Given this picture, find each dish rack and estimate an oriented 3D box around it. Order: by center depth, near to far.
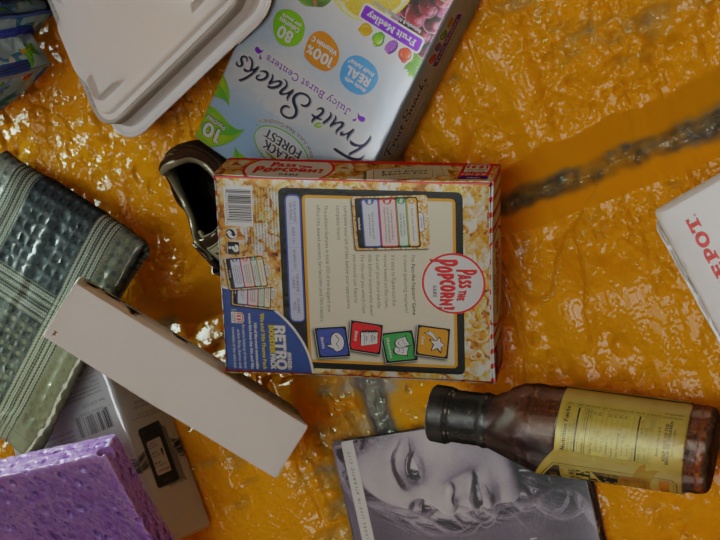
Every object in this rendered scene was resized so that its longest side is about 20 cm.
[{"bbox_3d":[-0.164,-0.215,1.319,0.200,0.043,0.172,-38,67,34],"label":"dish rack"}]

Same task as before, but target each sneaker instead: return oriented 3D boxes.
[{"bbox_3d":[-0.090,-0.008,1.320,0.070,0.075,0.200,-38,79,26],"label":"sneaker"}]

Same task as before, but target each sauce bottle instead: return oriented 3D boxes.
[{"bbox_3d":[0.145,0.111,1.210,0.199,0.066,0.066,7,100,20],"label":"sauce bottle"}]

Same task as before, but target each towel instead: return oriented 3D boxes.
[{"bbox_3d":[-0.271,0.028,1.403,0.192,0.035,0.200,30,92,34],"label":"towel"}]

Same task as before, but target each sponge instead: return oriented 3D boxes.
[{"bbox_3d":[-0.246,0.193,1.355,0.199,0.030,0.112,-14,117,27],"label":"sponge"}]

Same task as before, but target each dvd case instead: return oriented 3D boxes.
[{"bbox_3d":[0.082,0.185,1.293,0.199,0.016,0.149,-11,92,29],"label":"dvd case"}]

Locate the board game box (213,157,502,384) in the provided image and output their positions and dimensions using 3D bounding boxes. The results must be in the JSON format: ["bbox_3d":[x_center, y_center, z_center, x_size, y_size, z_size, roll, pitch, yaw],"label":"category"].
[{"bbox_3d":[0.000,0.000,1.247,0.199,0.046,0.152,3,110,11],"label":"board game box"}]

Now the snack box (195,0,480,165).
[{"bbox_3d":[-0.018,-0.149,1.275,0.142,0.053,0.200,35,112,20],"label":"snack box"}]

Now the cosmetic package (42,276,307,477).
[{"bbox_3d":[-0.137,0.077,1.306,0.200,0.083,0.051,32,91,-8],"label":"cosmetic package"}]

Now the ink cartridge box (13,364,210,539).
[{"bbox_3d":[-0.200,0.172,1.408,0.116,0.067,0.201,-22,87,28],"label":"ink cartridge box"}]

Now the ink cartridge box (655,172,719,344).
[{"bbox_3d":[0.310,-0.024,1.105,0.200,0.084,0.145,-31,83,27],"label":"ink cartridge box"}]

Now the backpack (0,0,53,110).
[{"bbox_3d":[-0.351,-0.175,1.359,0.183,0.200,0.147,-29,84,30],"label":"backpack"}]
